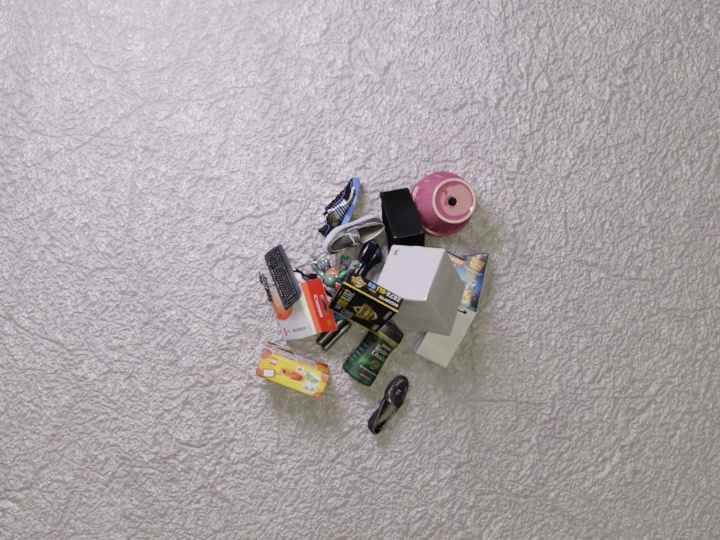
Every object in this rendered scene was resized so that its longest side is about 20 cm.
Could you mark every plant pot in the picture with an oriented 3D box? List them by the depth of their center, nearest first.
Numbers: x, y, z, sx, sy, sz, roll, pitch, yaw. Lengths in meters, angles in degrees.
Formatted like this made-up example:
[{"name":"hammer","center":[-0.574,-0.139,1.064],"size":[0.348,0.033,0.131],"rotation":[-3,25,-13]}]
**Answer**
[{"name":"plant pot","center":[0.255,-0.200,1.648],"size":[0.199,0.179,0.201],"rotation":[0,93,-7]}]

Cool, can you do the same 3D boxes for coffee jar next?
[{"name":"coffee jar","center":[0.041,0.245,1.692],"size":[0.104,0.085,0.200],"rotation":[35,89,-24]}]

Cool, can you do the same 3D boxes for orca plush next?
[{"name":"orca plush","center":[-0.139,0.034,1.674],"size":[0.199,0.105,0.071],"rotation":[21,56,4]}]

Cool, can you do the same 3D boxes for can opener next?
[{"name":"can opener","center":[0.000,0.000,1.691],"size":[0.078,0.063,0.200],"rotation":[28,92,-27]},{"name":"can opener","center":[-0.050,0.164,1.693],"size":[0.200,0.066,0.053],"rotation":[-43,109,-3]}]

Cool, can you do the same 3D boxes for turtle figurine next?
[{"name":"turtle figurine","center":[-0.080,0.001,1.608],"size":[0.149,0.200,0.101],"rotation":[10,100,0]}]

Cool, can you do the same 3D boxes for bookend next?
[{"name":"bookend","center":[0.124,-0.104,1.671],"size":[0.092,0.199,0.200],"rotation":[-10,138,-4]}]

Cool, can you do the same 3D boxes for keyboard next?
[{"name":"keyboard","center":[-0.246,0.029,1.630],"size":[0.127,0.021,0.200],"rotation":[-42,56,23]}]

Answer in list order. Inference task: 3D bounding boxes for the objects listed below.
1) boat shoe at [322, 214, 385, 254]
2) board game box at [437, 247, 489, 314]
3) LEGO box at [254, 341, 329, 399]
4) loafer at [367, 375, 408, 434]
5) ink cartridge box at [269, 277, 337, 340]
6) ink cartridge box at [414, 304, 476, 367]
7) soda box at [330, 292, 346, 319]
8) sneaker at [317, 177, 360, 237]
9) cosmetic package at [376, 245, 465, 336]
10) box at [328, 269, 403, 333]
[{"name":"boat shoe","center":[-0.019,-0.105,1.638],"size":[0.200,0.071,0.072],"rotation":[-32,124,-14]},{"name":"board game box","center":[0.302,0.014,1.720],"size":[0.199,0.062,0.200],"rotation":[26,92,-5]},{"name":"LEGO box","center":[-0.200,0.292,1.642],"size":[0.199,0.149,0.077],"rotation":[23,91,-7]},{"name":"loafer","center":[0.093,0.421,1.721],"size":[0.072,0.063,0.200],"rotation":[32,89,-7]},{"name":"ink cartridge box","center":[-0.171,0.117,1.624],"size":[0.050,0.200,0.163],"rotation":[-22,97,-44]},{"name":"ink cartridge box","center":[0.261,0.188,1.717],"size":[0.109,0.050,0.201],"rotation":[27,100,-7]},{"name":"soda box","center":[0.017,0.103,1.639],"size":[0.199,0.068,0.064],"rotation":[-1,68,-19]},{"name":"sneaker","center":[-0.064,-0.192,1.670],"size":[0.078,0.070,0.201],"rotation":[19,92,-14]},{"name":"cosmetic package","center":[0.168,0.054,1.539],"size":[0.167,0.200,0.167],"rotation":[6,60,34]},{"name":"box","center":[0.009,0.088,1.489],"size":[0.159,0.200,0.049],"rotation":[30,63,-3]}]
